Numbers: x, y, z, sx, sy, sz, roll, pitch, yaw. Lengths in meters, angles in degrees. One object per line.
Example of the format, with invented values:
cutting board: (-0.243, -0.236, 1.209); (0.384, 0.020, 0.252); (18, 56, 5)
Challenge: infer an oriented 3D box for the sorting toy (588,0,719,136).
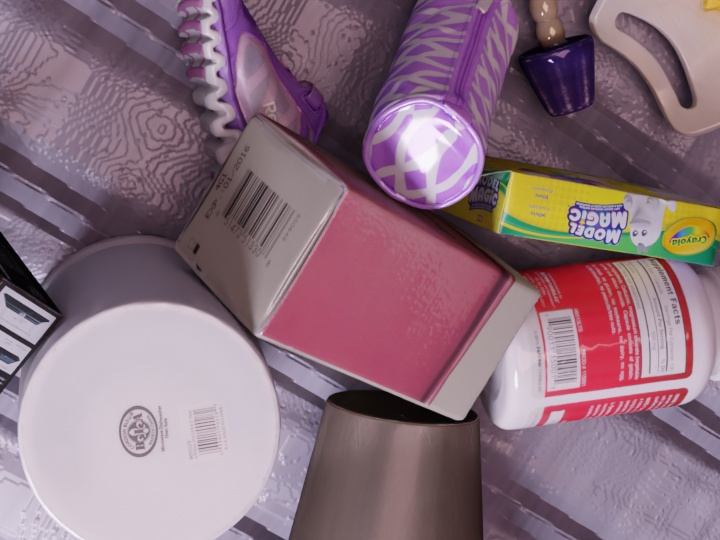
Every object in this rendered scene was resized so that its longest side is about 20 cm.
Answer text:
sorting toy: (0.264, -0.198, 0.992); (0.180, 0.107, 0.200); (-42, 106, 6)

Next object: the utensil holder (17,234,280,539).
utensil holder: (-0.143, 0.076, 0.897); (0.168, 0.200, 0.172); (-2, 101, -10)

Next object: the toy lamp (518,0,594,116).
toy lamp: (0.124, -0.210, 0.975); (0.058, 0.058, 0.202); (-21, 104, -7)

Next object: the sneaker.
sneaker: (-0.068, -0.120, 0.945); (0.087, 0.080, 0.203); (-16, 109, -13)

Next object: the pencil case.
pencil case: (0.059, -0.124, 0.908); (0.084, 0.201, 0.085); (37, 127, -16)

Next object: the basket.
basket: (0.018, 0.197, 0.992); (0.178, 0.136, 0.203); (4, 96, -14)

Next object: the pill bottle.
pill bottle: (0.186, 0.049, 1.007); (0.197, 0.112, 0.114); (-6, 101, -11)

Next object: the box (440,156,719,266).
box: (0.141, -0.046, 0.965); (0.198, 0.117, 0.049); (10, 98, -21)

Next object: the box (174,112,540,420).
box: (0.000, 0.000, 0.910); (0.199, 0.128, 0.110); (26, 100, -42)

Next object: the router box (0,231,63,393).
router box: (-0.286, 0.032, 0.860); (0.158, 0.200, 0.052); (-51, 133, 1)
